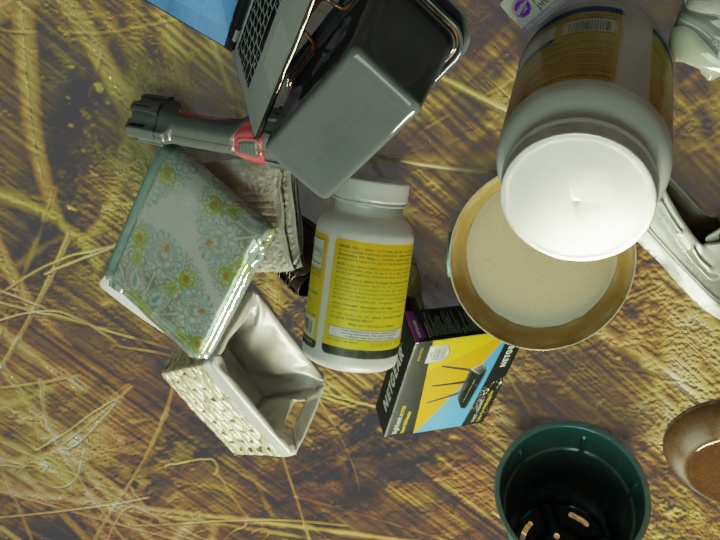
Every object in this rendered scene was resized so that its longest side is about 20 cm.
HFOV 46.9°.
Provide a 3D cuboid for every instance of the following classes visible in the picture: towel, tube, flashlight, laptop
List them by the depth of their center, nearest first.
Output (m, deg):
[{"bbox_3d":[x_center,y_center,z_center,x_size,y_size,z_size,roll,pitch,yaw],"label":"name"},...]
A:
[{"bbox_3d":[-0.136,-0.267,0.778,0.113,0.204,0.188,1,144,-27],"label":"laptop"},{"bbox_3d":[-0.157,-0.159,0.922,0.195,0.070,0.068,13,174,17],"label":"flashlight"},{"bbox_3d":[0.194,-0.015,0.924,0.195,0.051,0.079,3,128,14],"label":"tube"},{"bbox_3d":[-0.202,-0.019,0.973,0.170,0.048,0.202,37,114,13],"label":"towel"},{"bbox_3d":[-0.157,-0.062,0.984,0.195,0.034,0.136,-4,97,27],"label":"towel"}]

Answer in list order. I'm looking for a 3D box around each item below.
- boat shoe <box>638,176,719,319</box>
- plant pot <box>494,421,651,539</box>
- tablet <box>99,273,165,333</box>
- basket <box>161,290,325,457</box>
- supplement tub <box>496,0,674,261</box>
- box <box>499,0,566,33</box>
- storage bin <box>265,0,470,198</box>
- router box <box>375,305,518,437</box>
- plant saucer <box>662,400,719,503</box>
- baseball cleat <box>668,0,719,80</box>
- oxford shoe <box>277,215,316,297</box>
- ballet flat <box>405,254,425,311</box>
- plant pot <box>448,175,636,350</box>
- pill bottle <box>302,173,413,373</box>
[{"bbox_3d":[0.347,-0.025,0.837,0.199,0.071,0.070,42,132,-11],"label":"boat shoe"},{"bbox_3d":[0.279,0.346,1.131,0.195,0.203,0.198,8,142,14],"label":"plant pot"},{"bbox_3d":[-0.279,0.011,1.163,0.129,0.014,0.199,38,134,-14],"label":"tablet"},{"bbox_3d":[-0.162,0.150,1.160,0.121,0.137,0.202,-11,127,35],"label":"basket"},{"bbox_3d":[0.193,-0.122,0.711,0.141,0.202,0.147,11,135,12],"label":"supplement tub"},{"bbox_3d":[0.199,-0.276,0.680,0.039,0.042,0.199,40,134,-16],"label":"box"},{"bbox_3d":[-0.010,-0.177,0.792,0.145,0.136,0.199,38,133,-15],"label":"storage bin"},{"bbox_3d":[0.108,0.125,1.035,0.145,0.052,0.203,-6,139,-17],"label":"router box"},{"bbox_3d":[0.485,0.243,1.050,0.195,0.037,0.204,11,134,11],"label":"plant saucer"},{"bbox_3d":[0.358,-0.188,0.677,0.195,0.071,0.108,15,136,7],"label":"baseball cleat"},{"bbox_3d":[-0.079,-0.017,1.005,0.195,0.085,0.074,18,138,8],"label":"oxford shoe"},{"bbox_3d":[0.054,0.065,1.039,0.069,0.071,0.203,2,132,20],"label":"ballet flat"},{"bbox_3d":[0.192,-0.015,0.889,0.194,0.028,0.206,3,108,9],"label":"plant pot"},{"bbox_3d":[0.000,0.000,0.918,0.110,0.112,0.206,10,100,12],"label":"pill bottle"}]
